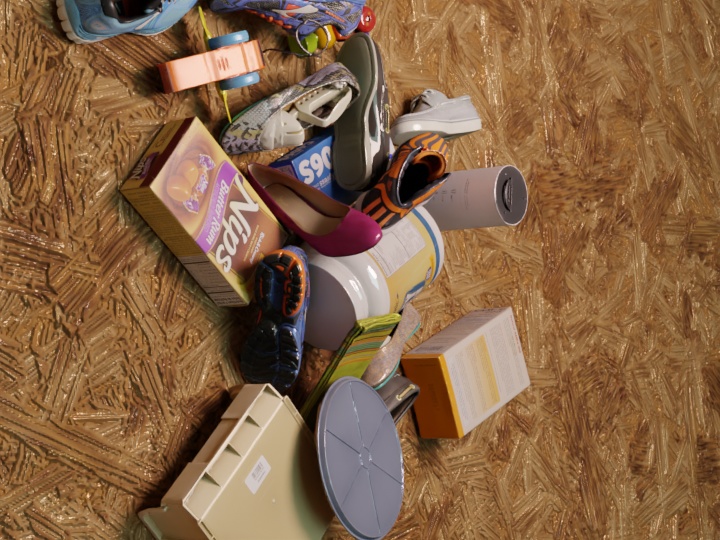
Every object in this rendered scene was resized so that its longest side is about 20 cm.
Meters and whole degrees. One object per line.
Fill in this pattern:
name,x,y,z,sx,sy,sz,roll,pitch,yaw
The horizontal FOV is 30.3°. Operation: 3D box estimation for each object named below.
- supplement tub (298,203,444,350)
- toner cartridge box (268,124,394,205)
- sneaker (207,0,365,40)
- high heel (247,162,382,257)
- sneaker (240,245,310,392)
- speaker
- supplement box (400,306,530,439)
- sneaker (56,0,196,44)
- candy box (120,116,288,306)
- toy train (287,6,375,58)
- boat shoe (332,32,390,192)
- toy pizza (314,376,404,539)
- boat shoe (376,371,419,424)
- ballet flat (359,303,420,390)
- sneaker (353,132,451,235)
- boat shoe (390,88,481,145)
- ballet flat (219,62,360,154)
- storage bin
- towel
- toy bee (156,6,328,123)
supplement tub,0.000,0.000,1.682,0.200,0.144,0.145,-39,116,-44
toner cartridge box,-0.030,-0.135,1.738,0.200,0.043,0.095,-39,116,-45
sneaker,-0.086,-0.317,1.609,0.200,0.075,0.079,-1,112,-14
high heel,-0.060,-0.074,1.581,0.067,0.200,0.096,-52,130,-24
sneaker,-0.091,0.059,1.586,0.078,0.075,0.200,-53,159,-61
speaker,0.124,-0.094,1.796,0.081,0.200,0.081,6,82,-50
supplement box,0.153,0.145,1.906,0.200,0.073,0.126,-28,107,-48
sneaker,-0.236,-0.298,1.471,0.200,0.090,0.079,-35,113,-47
candy box,-0.177,-0.066,1.546,0.200,0.056,0.117,54,49,-34
toy train,-0.044,-0.303,1.716,0.116,0.085,0.200,-34,112,-35
boat shoe,0.004,-0.201,1.704,0.061,0.072,0.202,5,88,-53
toy pizza,-0.006,0.228,1.607,0.200,0.032,0.201,35,48,-52
boat shoe,0.010,0.207,1.714,0.201,0.060,0.072,-54,159,-38
ballet flat,0.024,0.088,1.753,0.067,0.068,0.200,64,25,-16
sneaker,0.079,-0.123,1.641,0.078,0.112,0.200,44,46,-9
boat shoe,0.100,-0.221,1.895,0.201,0.070,0.072,-13,85,-54
ballet flat,-0.078,-0.190,1.621,0.200,0.072,0.072,-35,114,-26
storage bin,-0.131,0.266,1.539,0.199,0.094,0.200,59,47,-27
towel,-0.020,0.134,1.639,0.086,0.018,0.200,-8,137,-51
toy bee,-0.153,-0.240,1.575,0.200,0.109,0.131,4,91,-25
